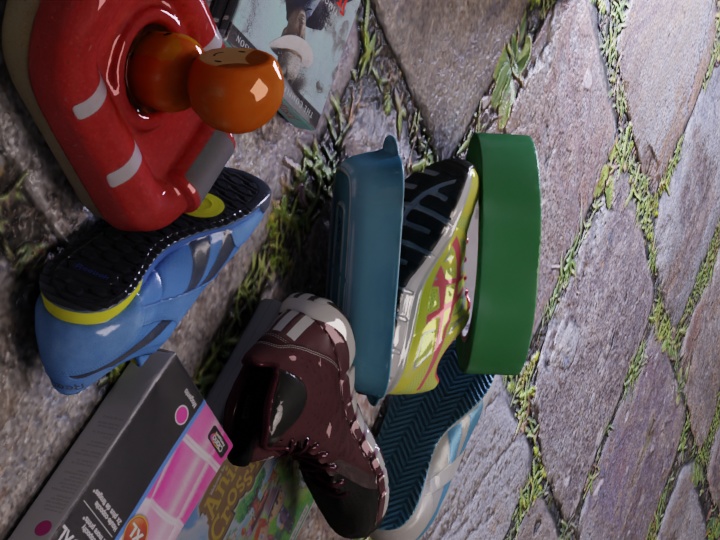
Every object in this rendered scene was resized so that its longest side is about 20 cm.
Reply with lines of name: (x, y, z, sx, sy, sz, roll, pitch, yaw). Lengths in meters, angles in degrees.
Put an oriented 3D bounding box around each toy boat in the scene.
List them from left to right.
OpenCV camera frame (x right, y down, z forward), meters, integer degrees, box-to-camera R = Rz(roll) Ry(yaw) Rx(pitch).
toy boat: (-0.101, -0.108, 0.843, 0.131, 0.131, 0.200, -62, 150, -29)

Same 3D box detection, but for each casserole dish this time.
casserole dish: (0.000, 0.000, 1.138, 0.121, 0.039, 0.200, -133, -133, -76)

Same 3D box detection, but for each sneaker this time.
sneaker: (-0.124, 0.003, 0.933, 0.200, 0.066, 0.078, -44, 150, -47)
sneaker: (-0.048, 0.124, 1.083, 0.116, 0.076, 0.200, -40, 125, -45)
sneaker: (0.057, 0.147, 1.343, 0.200, 0.076, 0.081, -58, 156, -23)
sneaker: (0.054, 0.008, 1.237, 0.090, 0.078, 0.200, 18, 95, -39)

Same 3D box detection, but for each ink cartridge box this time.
ink cartridge box: (-0.155, 0.152, 0.951, 0.200, 0.037, 0.095, -57, 139, -32)

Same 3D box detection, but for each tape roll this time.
tape roll: (0.112, -0.014, 1.292, 0.200, 0.048, 0.201, -177, -90, -88)

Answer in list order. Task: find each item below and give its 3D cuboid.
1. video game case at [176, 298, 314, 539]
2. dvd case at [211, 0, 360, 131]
video game case: (-0.079, 0.151, 1.122, 0.200, 0.022, 0.182, -62, 149, -28)
dvd case: (-0.035, -0.213, 1.051, 0.146, 0.022, 0.200, 42, 65, -60)
